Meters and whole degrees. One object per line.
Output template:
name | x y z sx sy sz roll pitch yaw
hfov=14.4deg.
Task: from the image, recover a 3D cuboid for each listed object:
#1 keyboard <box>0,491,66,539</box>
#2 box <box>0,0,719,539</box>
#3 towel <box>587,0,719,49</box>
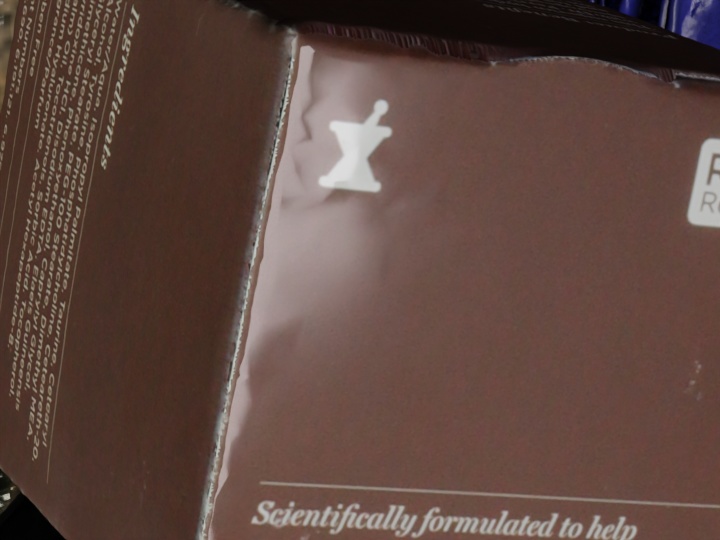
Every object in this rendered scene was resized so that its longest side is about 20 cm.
keyboard | -0.131 0.136 0.834 0.104 0.040 0.200 46 46 -6
box | 0.000 0.000 0.799 0.165 0.200 0.165 6 103 -26
towel | 0.156 -0.119 0.934 0.199 0.049 0.148 1 116 -48
